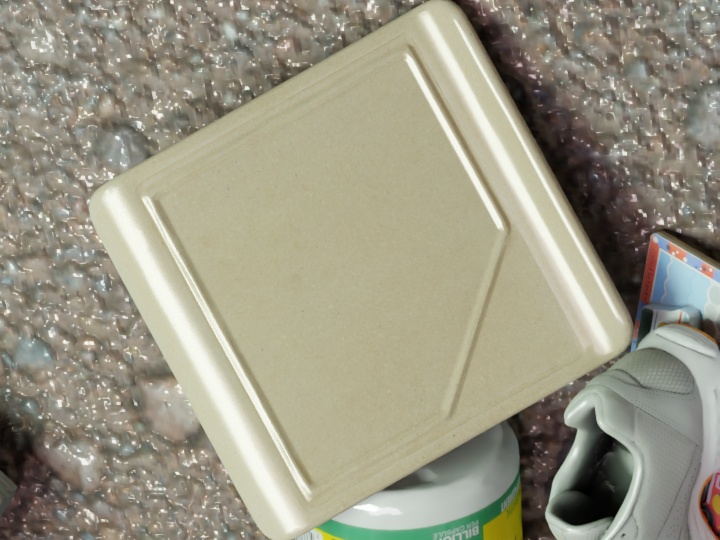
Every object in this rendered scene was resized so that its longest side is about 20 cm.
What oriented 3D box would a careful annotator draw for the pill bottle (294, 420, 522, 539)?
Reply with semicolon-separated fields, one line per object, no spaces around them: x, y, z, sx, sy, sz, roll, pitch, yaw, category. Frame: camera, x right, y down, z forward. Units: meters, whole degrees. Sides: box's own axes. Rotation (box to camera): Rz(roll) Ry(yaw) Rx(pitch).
0.026;0.169;1.400;0.112;0.113;0.201;6;119;19;pill bottle

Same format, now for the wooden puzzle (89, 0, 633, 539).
0.000;0.000;1.310;0.199;0.037;0.186;-29;89;4;wooden puzzle

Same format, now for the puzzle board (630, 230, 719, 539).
0.175;0.101;1.322;0.150;0.017;0.201;32;128;36;puzzle board

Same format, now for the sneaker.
0.120;0.126;1.312;0.075;0.092;0.201;23;123;44;sneaker

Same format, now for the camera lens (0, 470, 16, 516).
-0.300;0.110;1.472;0.200;0.160;0.160;37;124;0;camera lens
